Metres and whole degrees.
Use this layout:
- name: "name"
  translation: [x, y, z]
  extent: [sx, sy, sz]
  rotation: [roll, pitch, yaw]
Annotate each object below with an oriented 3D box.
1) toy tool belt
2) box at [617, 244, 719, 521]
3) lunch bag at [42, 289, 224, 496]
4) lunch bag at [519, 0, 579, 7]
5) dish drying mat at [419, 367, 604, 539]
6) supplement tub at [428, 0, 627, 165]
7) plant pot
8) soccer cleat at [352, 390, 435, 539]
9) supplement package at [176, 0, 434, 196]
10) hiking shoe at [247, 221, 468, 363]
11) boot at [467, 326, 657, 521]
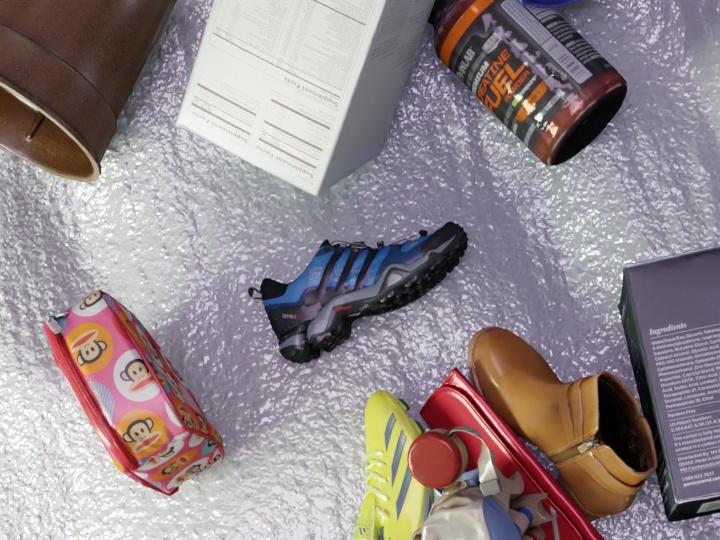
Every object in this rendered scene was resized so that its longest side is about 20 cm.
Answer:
- name: "toy tool belt"
  translation: [0.100, 0.217, 1.479]
  extent: [0.124, 0.123, 0.202]
  rotation: [-18, 93, 21]
- name: "box"
  translation: [0.289, 0.097, 1.487]
  extent: [0.106, 0.148, 0.202]
  rotation: [-12, 76, 4]
- name: "lunch bag"
  translation: [-0.198, 0.095, 1.527]
  extent: [0.082, 0.200, 0.177]
  rotation: [-32, 72, -2]
- name: "lunch bag"
  translation: [0.173, -0.333, 1.583]
  extent: [0.199, 0.124, 0.171]
  rotation: [-23, 70, -29]
- name: "dish drying mat"
  translation: [0.128, 0.180, 1.533]
  extent: [0.018, 0.077, 0.200]
  rotation: [-29, 71, -39]
- name: "supplement tub"
  translation: [0.139, -0.196, 1.599]
  extent: [0.107, 0.107, 0.200]
  rotation: [-43, 75, -4]
- name: "plant pot"
  translation: [-0.275, -0.219, 1.623]
  extent: [0.199, 0.200, 0.199]
  rotation: [27, 75, 13]
- name: "soccer cleat"
  translation: [0.027, 0.203, 1.536]
  extent: [0.083, 0.065, 0.202]
  rotation: [-12, 78, -13]
- name: "supplement package"
  translation: [-0.041, -0.202, 1.558]
  extent: [0.150, 0.152, 0.201]
  rotation: [27, 117, 13]
- name: "hiking shoe"
  translation: [0.000, 0.000, 1.587]
  extent: [0.199, 0.074, 0.087]
  rotation: [-30, 75, 0]
- name: "boot"
  translation: [0.169, 0.114, 1.489]
  extent: [0.076, 0.155, 0.201]
  rotation: [-22, 75, -18]
